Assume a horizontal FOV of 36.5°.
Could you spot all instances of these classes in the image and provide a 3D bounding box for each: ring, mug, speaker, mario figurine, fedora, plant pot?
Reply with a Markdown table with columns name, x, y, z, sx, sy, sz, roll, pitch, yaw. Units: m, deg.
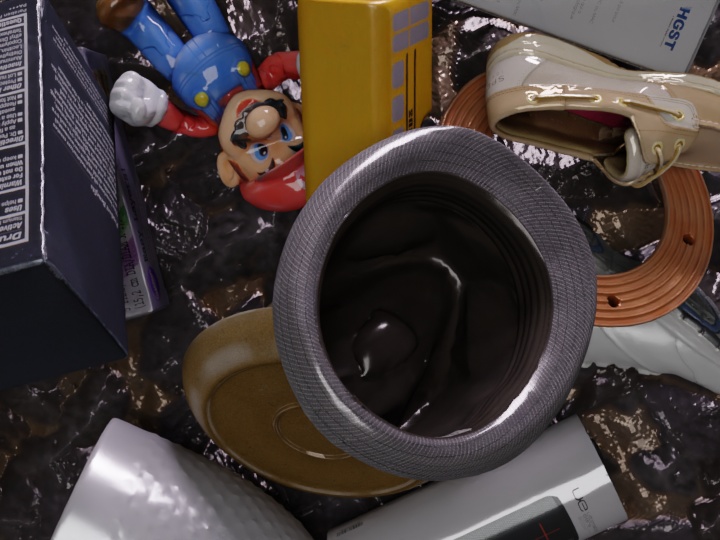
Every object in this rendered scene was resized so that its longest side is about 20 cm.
| name | x | y | z | sx | sy | sz | roll | pitch | yaw |
| --- | --- | --- | --- | --- | --- | --- | --- | --- | --- |
| ring | 0.140 | -0.052 | 0.717 | 0.199 | 0.019 | 0.202 | 8 | 62 | -15 |
| mug | -0.130 | 0.225 | 0.746 | 0.175 | 0.148 | 0.201 | 24 | 102 | -6 |
| speaker | 0.081 | 0.176 | 0.759 | 0.199 | 0.081 | 0.082 | -26 | 93 | 5 |
| mario figurine | -0.087 | -0.128 | 0.729 | 0.200 | 0.106 | 0.123 | 50 | 122 | 5 |
| fedora | 0.030 | 0.026 | 0.609 | 0.177 | 0.090 | 0.200 | 39 | 60 | -8 |
| plant pot | -0.024 | 0.098 | 0.719 | 0.199 | 0.028 | 0.201 | 8 | 139 | 7 |

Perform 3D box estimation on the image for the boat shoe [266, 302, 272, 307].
| name | x | y | z | sx | sy | sz | roll | pitch | yaw |
| --- | --- | --- | --- | --- | --- | --- | --- | --- | --- |
| boat shoe | 0.000 | 0.000 | 0.762 | 0.199 | 0.071 | 0.065 | -33 | 54 | 1 |

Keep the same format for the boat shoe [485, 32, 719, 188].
| name | x | y | z | sx | sy | sz | roll | pitch | yaw |
| --- | --- | --- | --- | --- | --- | --- | --- | --- | --- |
| boat shoe | 0.172 | -0.088 | 0.698 | 0.199 | 0.074 | 0.070 | 14 | 63 | -2 |

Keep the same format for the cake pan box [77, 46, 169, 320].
| name | x | y | z | sx | sy | sz | roll | pitch | yaw |
| --- | --- | --- | --- | --- | --- | --- | --- | --- | --- |
| cake pan box | -0.249 | -0.038 | 0.777 | 0.183 | 0.052 | 0.201 | -13 | 93 | 7 |

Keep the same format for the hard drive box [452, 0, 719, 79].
| name | x | y | z | sx | sy | sz | roll | pitch | yaw |
| --- | --- | --- | --- | --- | --- | --- | --- | --- | --- |
| hard drive box | 0.140 | -0.231 | 0.695 | 0.199 | 0.077 | 0.157 | 19 | 112 | -4 |

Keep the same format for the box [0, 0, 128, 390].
| name | x | y | z | sx | sy | sz | roll | pitch | yaw |
| --- | --- | --- | --- | --- | --- | --- | --- | --- | --- |
| box | -0.256 | -0.031 | 0.651 | 0.199 | 0.123 | 0.199 | -14 | 56 | 5 |

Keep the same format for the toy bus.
| name | x | y | z | sx | sy | sz | roll | pitch | yaw |
| --- | --- | --- | --- | --- | --- | --- | --- | --- | --- |
| toy bus | 0.004 | -0.114 | 0.674 | 0.065 | 0.078 | 0.201 | 11 | 117 | 25 |

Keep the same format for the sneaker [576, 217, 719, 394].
| name | x | y | z | sx | sy | sz | roll | pitch | yaw |
| --- | --- | --- | --- | --- | --- | --- | --- | --- | --- |
| sneaker | 0.177 | 0.032 | 0.756 | 0.199 | 0.075 | 0.087 | 31 | 115 | 2 |
